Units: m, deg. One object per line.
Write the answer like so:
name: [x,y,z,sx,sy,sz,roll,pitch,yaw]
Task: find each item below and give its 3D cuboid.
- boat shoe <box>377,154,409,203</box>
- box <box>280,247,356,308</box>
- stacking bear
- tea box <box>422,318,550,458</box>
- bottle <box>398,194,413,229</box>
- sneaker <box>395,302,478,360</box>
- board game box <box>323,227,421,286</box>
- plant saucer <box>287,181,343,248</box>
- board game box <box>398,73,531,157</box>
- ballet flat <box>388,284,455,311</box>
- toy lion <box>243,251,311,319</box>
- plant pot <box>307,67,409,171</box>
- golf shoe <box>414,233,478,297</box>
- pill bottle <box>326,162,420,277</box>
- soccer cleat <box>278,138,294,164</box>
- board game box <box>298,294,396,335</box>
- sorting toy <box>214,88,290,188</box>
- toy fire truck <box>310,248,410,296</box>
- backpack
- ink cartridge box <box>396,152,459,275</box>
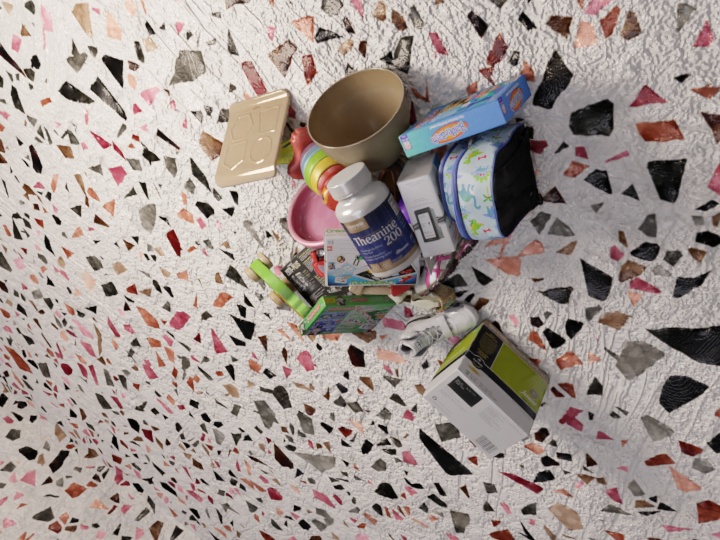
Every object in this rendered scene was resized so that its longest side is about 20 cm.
boat shoe: [0.052,-0.149,1.383,0.072,0.068,0.201,27,131,16]
box: [-0.068,-0.004,1.545,0.164,0.086,0.200,48,133,-4]
stacking bear: [-0.061,-0.193,1.336,0.200,0.113,0.122,57,146,41]
tea box: [0.276,0.253,1.415,0.200,0.197,0.134,43,132,2]
bottle: [0.108,-0.114,1.361,0.065,0.084,0.201,23,129,19]
sneaker: [0.168,0.142,1.468,0.199,0.115,0.075,-19,109,40]
board game box: [0.024,-0.027,1.347,0.198,0.035,0.127,-1,127,-3]
plant saucer: [-0.064,-0.132,1.411,0.199,0.202,0.051,-1,153,34]
board game box: [0.185,-0.274,1.157,0.199,0.152,0.045,-12,113,38]
ballet flat: [0.115,0.050,1.476,0.198,0.065,0.071,8,127,30]
toy lion: [-0.174,0.065,1.595,0.191,0.069,0.200,38,170,39]
plant pot: [0.016,-0.270,1.266,0.199,0.202,0.135,4,150,31]
golf shoe: [0.168,-0.032,1.383,0.092,0.073,0.201,42,119,11]
pill bottle: [0.022,-0.096,1.223,0.110,0.111,0.201,-14,119,38]
soccer cleat: [-0.180,-0.256,1.453,0.199,0.084,0.065,2,121,32]
board game box: [-0.030,0.105,1.532,0.135,0.199,0.029,-51,50,42]
sorting toy: [-0.234,-0.286,1.437,0.184,0.202,0.036,-5,161,35]
toy fire truck: [0.000,0.000,1.426,0.198,0.049,0.142,-14,98,4]
backpack: [0.227,-0.152,1.177,0.146,0.200,0.184,1,121,32]
ink cartridge box: [0.140,-0.107,1.247,0.067,0.116,0.201,-12,116,21]
